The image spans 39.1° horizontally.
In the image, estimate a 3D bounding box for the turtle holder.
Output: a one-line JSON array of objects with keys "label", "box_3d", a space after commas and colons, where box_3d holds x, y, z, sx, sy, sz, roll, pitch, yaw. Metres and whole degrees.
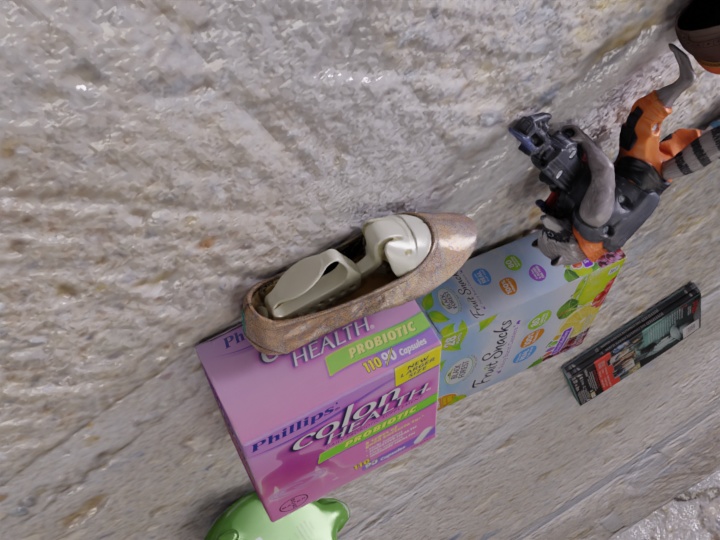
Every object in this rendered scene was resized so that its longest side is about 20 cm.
[{"label": "turtle holder", "box_3d": [-0.097, 0.299, 1.098, 0.132, 0.140, 0.186, -45, -167, 53]}]

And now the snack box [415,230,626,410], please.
[{"label": "snack box", "box_3d": [0.136, 0.044, 0.968, 0.199, 0.068, 0.169, -21, 151, -16]}]

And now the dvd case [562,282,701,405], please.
[{"label": "dvd case", "box_3d": [0.361, 0.101, 1.337, 0.199, 0.022, 0.146, -33, 152, 4]}]

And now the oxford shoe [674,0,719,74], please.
[{"label": "oxford shoe", "box_3d": [0.312, -0.222, 0.716, 0.072, 0.071, 0.200, 15, 128, -48]}]

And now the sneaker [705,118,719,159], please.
[{"label": "sneaker", "box_3d": [0.407, -0.132, 0.958, 0.199, 0.075, 0.087, 0, 133, -45]}]

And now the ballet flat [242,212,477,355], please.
[{"label": "ballet flat", "box_3d": [0.000, 0.000, 0.764, 0.199, 0.068, 0.067, -30, 145, -8]}]

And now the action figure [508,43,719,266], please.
[{"label": "action figure", "box_3d": [0.206, -0.080, 0.804, 0.194, 0.105, 0.199, -49, 147, 19]}]

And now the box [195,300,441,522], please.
[{"label": "box", "box_3d": [-0.029, 0.108, 0.871, 0.175, 0.097, 0.201, -25, 151, -12]}]
